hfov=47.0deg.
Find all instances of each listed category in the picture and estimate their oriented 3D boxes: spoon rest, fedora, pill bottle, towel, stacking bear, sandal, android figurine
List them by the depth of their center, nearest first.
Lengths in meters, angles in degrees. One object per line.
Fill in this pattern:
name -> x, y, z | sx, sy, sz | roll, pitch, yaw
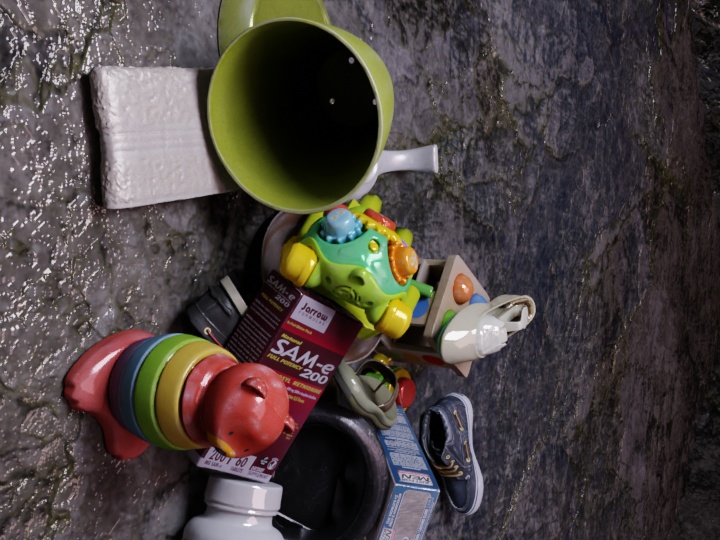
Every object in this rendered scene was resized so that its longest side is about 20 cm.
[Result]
stacking bear -> -0.151, 0.117, 0.758 | 0.114, 0.197, 0.122 | -56, 135, -36
towel -> -0.185, -0.138, 0.832 | 0.199, 0.034, 0.135 | -17, 105, -54
pill bottle -> -0.140, 0.323, 0.872 | 0.110, 0.109, 0.203 | 23, 75, -54
sandal -> 0.017, 0.138, 0.972 | 0.057, 0.080, 0.201 | -41, 162, -1
fedora -> -0.059, 0.236, 0.976 | 0.092, 0.197, 0.204 | -84, 169, -76
android figurine -> 0.000, 0.000, 0.999 | 0.182, 0.041, 0.201 | 44, 46, -19
spoon rest -> 0.020, -0.146, 1.124 | 0.198, 0.060, 0.101 | -9, 99, -42

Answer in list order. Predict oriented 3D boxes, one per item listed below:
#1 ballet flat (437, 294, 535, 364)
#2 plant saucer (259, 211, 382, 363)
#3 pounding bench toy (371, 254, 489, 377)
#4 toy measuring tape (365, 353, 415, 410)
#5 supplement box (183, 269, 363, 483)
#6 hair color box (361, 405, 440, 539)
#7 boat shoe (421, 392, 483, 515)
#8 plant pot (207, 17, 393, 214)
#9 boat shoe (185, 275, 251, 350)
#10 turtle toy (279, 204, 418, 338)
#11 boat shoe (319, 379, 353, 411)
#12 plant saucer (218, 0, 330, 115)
ballet flat -> 0.171, 0.072, 1.072 | 0.199, 0.069, 0.071 | -24, 113, -52
plant saucer -> -0.048, 0.017, 0.998 | 0.198, 0.032, 0.203 | 22, 57, -38
pounding bench toy -> 0.071, 0.040, 1.117 | 0.200, 0.154, 0.126 | 47, 56, -46
toy measuring tape -> 0.050, 0.202, 1.179 | 0.073, 0.073, 0.203 | -40, 125, -46
supplement box -> -0.094, 0.113, 0.861 | 0.108, 0.061, 0.202 | 28, 93, -47
hair color box -> 0.035, 0.257, 1.041 | 0.060, 0.200, 0.101 | 12, 108, -14
boat shoe -> 0.141, 0.304, 1.328 | 0.090, 0.070, 0.204 | -13, 97, -53
plant pot -> -0.037, -0.179, 0.890 | 0.200, 0.184, 0.190 | -47, 132, -63
boat shoe -> -0.129, 0.090, 0.915 | 0.063, 0.074, 0.202 | -35, 139, -9
turtle toy -> -0.005, -0.016, 0.873 | 0.144, 0.200, 0.102 | 29, 95, -9
boat shoe -> -0.047, 0.157, 1.039 | 0.066, 0.073, 0.203 | -59, 136, -69
plant saucer -> -0.086, -0.263, 0.967 | 0.199, 0.031, 0.204 | -7, 98, -55
